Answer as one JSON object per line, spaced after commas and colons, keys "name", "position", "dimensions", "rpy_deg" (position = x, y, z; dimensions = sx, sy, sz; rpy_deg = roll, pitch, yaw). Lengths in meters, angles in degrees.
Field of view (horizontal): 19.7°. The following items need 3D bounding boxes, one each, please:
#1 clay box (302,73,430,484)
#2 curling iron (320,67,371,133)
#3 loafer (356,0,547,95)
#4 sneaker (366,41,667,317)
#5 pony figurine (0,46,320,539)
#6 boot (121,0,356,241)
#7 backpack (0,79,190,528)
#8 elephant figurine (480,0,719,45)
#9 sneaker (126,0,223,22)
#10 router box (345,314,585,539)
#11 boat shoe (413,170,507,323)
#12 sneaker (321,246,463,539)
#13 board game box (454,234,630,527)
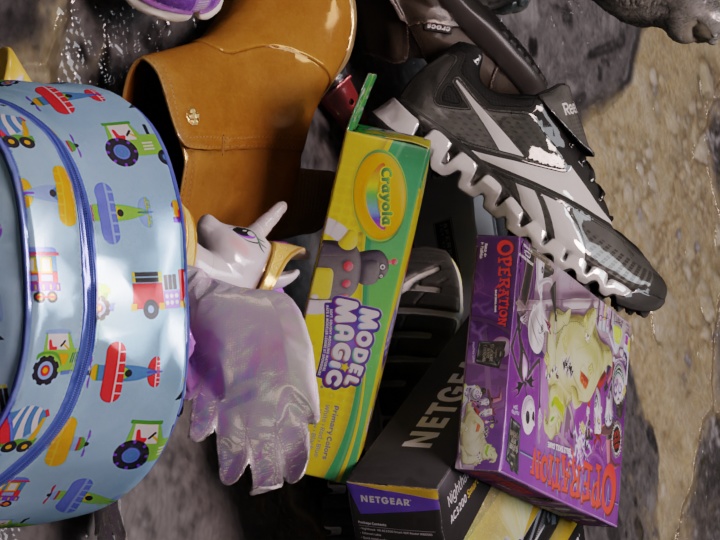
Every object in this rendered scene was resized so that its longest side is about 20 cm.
{"name": "clay box", "position": [0.000, 0.000, 1.073], "dimensions": [0.115, 0.047, 0.201], "rpy_deg": [-70, 174, -84]}
{"name": "curling iron", "position": [-0.015, -0.098, 1.191], "dimensions": [0.050, 0.026, 0.200], "rpy_deg": [-54, 127, -51]}
{"name": "loafer", "position": [0.024, -0.154, 1.210], "dimensions": [0.200, 0.071, 0.073], "rpy_deg": [45, 10, -16]}
{"name": "sneaker", "position": [0.106, -0.057, 1.181], "dimensions": [0.200, 0.091, 0.066], "rpy_deg": [38, 4, -1]}
{"name": "pony figurine", "position": [-0.103, 0.020, 0.940], "dimensions": [0.200, 0.166, 0.194], "rpy_deg": [28, 52, -34]}
{"name": "boot", "position": [-0.067, -0.110, 1.073], "dimensions": [0.144, 0.071, 0.202], "rpy_deg": [0, 88, -58]}
{"name": "backpack", "position": [-0.166, 0.013, 0.772], "dimensions": [0.134, 0.200, 0.183], "rpy_deg": [10, 76, -56]}
{"name": "elephant figurine", "position": [0.134, -0.218, 1.288], "dimensions": [0.142, 0.200, 0.155], "rpy_deg": [-48, 123, -50]}
{"name": "sneaker", "position": [-0.100, -0.222, 1.019], "dimensions": [0.080, 0.083, 0.201], "rpy_deg": [-6, 84, -32]}
{"name": "router box", "position": [0.062, 0.132, 1.111], "dimensions": [0.200, 0.052, 0.158], "rpy_deg": [-49, 135, -55]}
{"name": "boat shoe", "position": [0.068, 0.011, 1.268], "dimensions": [0.066, 0.070, 0.201], "rpy_deg": [10, 67, -55]}
{"name": "sneaker", "position": [0.026, 0.085, 1.185], "dimensions": [0.090, 0.078, 0.201], "rpy_deg": [42, 54, -58]}
{"name": "board game box", "position": [0.101, 0.063, 1.100], "dimensions": [0.200, 0.032, 0.120], "rpy_deg": [31, 66, -63]}
